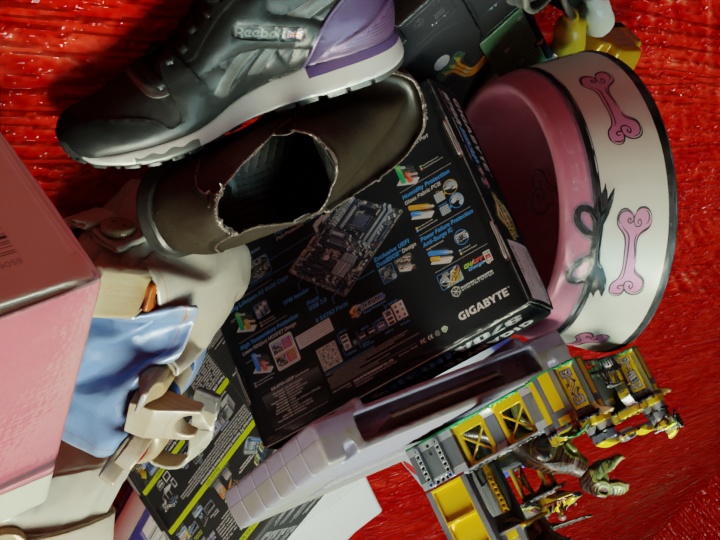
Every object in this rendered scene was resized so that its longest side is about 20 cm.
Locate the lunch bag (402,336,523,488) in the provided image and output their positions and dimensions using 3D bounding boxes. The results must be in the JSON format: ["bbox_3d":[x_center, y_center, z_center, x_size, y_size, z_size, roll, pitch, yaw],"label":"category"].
[{"bbox_3d":[0.067,0.086,1.160,0.123,0.170,0.201,-33,156,-26],"label":"lunch bag"}]

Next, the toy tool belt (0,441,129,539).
[{"bbox_3d":[-0.254,0.168,0.902,0.199,0.125,0.124,-13,136,-44],"label":"toy tool belt"}]

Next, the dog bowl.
[{"bbox_3d":[0.123,-0.044,0.918,0.073,0.201,0.201,-4,142,-22],"label":"dog bowl"}]

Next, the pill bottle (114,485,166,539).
[{"bbox_3d":[-0.152,0.230,1.148,0.119,0.120,0.201,-12,145,-45],"label":"pill bottle"}]

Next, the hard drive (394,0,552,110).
[{"bbox_3d":[0.052,-0.136,0.921,0.140,0.038,0.200,-42,155,5],"label":"hard drive"}]

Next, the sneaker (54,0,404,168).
[{"bbox_3d":[-0.077,-0.126,0.746,0.199,0.076,0.088,-24,123,-16],"label":"sneaker"}]

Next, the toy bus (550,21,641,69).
[{"bbox_3d":[0.154,-0.095,1.084,0.065,0.078,0.201,-11,143,-46],"label":"toy bus"}]

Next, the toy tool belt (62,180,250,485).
[{"bbox_3d":[-0.144,0.057,0.825,0.123,0.124,0.201,-55,164,-56],"label":"toy tool belt"}]

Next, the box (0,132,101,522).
[{"bbox_3d":[-0.224,0.040,0.718,0.108,0.128,0.201,-21,150,-36],"label":"box"}]

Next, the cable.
[{"bbox_3d":[0.143,-0.189,0.894,0.098,0.050,0.200,-58,170,9],"label":"cable"}]

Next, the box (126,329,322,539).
[{"bbox_3d":[-0.087,0.107,0.984,0.044,0.160,0.200,-2,135,-54],"label":"box"}]

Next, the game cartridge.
[{"bbox_3d":[0.023,0.095,0.853,0.199,0.039,0.129,-17,168,-37],"label":"game cartridge"}]

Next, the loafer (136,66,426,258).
[{"bbox_3d":[-0.028,-0.058,0.777,0.199,0.071,0.074,-34,118,-32],"label":"loafer"}]

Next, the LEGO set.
[{"bbox_3d":[0.128,0.129,0.856,0.153,0.117,0.200,-30,168,14],"label":"LEGO set"}]

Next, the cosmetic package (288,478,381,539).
[{"bbox_3d":[-0.049,0.206,1.313,0.101,0.074,0.200,-35,157,-9],"label":"cosmetic package"}]

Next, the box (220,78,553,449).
[{"bbox_3d":[0.000,0.000,0.874,0.199,0.160,0.046,-30,159,19],"label":"box"}]
